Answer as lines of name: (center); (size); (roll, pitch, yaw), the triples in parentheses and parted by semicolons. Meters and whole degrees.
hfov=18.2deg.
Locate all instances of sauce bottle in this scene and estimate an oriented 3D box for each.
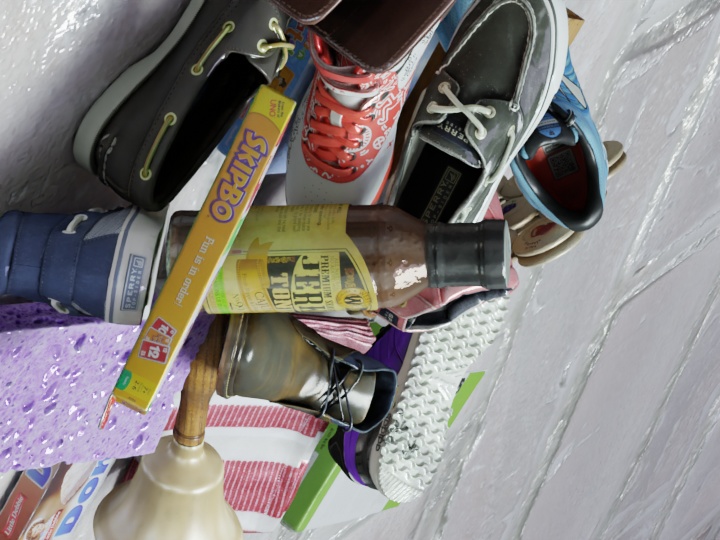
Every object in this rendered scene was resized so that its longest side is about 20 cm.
sauce bottle: (-0.013, -0.008, 1.316); (0.065, 0.199, 0.065); (-2, 90, -82)

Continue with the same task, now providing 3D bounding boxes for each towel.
towel: (-0.086, 0.112, 1.581); (0.144, 0.023, 0.201); (4, 126, -35)

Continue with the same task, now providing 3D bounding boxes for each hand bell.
hand bell: (-0.109, 0.100, 1.469); (0.104, 0.104, 0.201); (-30, 144, -45)

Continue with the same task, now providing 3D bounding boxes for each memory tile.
memory tile: (0.085, -0.032, 1.576); (0.199, 0.017, 0.153); (-17, -157, 35)

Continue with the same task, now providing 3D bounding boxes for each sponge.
sponge: (-0.181, 0.069, 1.348); (0.200, 0.030, 0.112); (-4, 128, -51)

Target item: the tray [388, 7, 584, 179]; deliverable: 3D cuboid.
tray: (0.056, -0.107, 1.499); (0.200, 0.099, 0.037); (-59, 160, 15)

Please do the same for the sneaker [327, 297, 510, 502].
sneaker: (0.031, 0.061, 1.615); (0.069, 0.099, 0.201); (33, 78, -37)

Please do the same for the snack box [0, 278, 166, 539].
snack box: (-0.169, 0.093, 1.454); (0.200, 0.024, 0.072); (-60, 159, 16)

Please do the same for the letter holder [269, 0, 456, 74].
letter holder: (0.009, -0.222, 1.172); (0.200, 0.142, 0.101); (-54, 158, 4)

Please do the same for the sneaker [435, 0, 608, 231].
sneaker: (0.110, -0.111, 1.408); (0.078, 0.200, 0.090); (-28, -158, 6)

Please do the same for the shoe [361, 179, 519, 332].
shoe: (0.000, 0.000, 1.446); (0.199, 0.091, 0.071); (-17, 165, 4)

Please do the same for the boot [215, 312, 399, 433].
boot: (-0.031, 0.058, 1.418); (0.200, 0.096, 0.075); (34, 71, -81)

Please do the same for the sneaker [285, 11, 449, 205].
sneaker: (-0.010, -0.104, 1.305); (0.202, 0.067, 0.108); (-65, 165, 17)

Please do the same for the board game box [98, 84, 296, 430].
board game box: (-0.090, -0.001, 1.222); (0.201, 0.030, 0.096); (-62, -177, -7)

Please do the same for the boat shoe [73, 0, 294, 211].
boat shoe: (-0.074, -0.120, 1.270); (0.201, 0.060, 0.072); (-50, 158, -7)

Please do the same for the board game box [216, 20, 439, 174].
board game box: (0.004, -0.154, 1.411); (0.151, 0.037, 0.200); (-10, 134, -60)

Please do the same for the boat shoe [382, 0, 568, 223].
boat shoe: (0.066, -0.086, 1.351); (0.201, 0.070, 0.064); (-69, 166, 18)

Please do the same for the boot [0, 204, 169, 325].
boot: (-0.159, -0.012, 1.271); (0.200, 0.090, 0.073); (-161, -98, -87)

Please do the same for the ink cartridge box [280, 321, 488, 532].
ink cartridge box: (0.001, 0.119, 1.772); (0.148, 0.076, 0.200); (-58, 159, 13)
